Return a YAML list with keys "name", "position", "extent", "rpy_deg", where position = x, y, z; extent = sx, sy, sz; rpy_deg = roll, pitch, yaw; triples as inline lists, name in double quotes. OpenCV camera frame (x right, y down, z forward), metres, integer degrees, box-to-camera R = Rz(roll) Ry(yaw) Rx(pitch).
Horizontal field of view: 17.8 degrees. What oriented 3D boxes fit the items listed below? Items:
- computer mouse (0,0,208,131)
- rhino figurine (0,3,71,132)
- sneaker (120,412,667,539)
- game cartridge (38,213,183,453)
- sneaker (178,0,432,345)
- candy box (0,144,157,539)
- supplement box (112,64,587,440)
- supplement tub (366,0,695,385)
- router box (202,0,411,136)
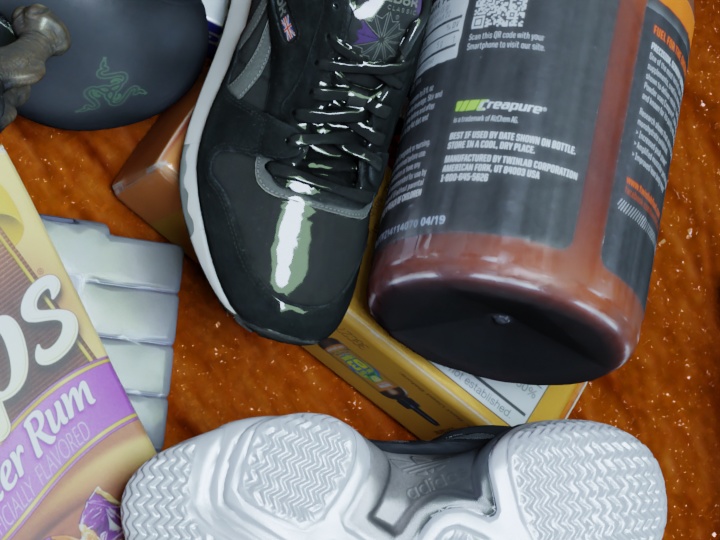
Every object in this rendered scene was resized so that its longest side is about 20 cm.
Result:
- name: "computer mouse"
  position: [-0.147, -0.111, 0.869]
  extent: [0.200, 0.053, 0.139]
  rpy_deg: [31, 119, -20]
- name: "rhino figurine"
  position: [-0.209, -0.067, 0.831]
  extent: [0.199, 0.060, 0.088]
  rpy_deg: [11, 44, 19]
- name: "sneaker"
  position: [0.008, 0.095, 0.870]
  extent: [0.199, 0.114, 0.076]
  rpy_deg: [-1, 81, -9]
- name: "game cartridge"
  position: [-0.171, 0.036, 0.890]
  extent: [0.199, 0.038, 0.130]
  rpy_deg: [9, 78, -20]
- name: "sneaker"
  position: [-0.015, -0.075, 0.860]
  extent: [0.075, 0.088, 0.201]
  rpy_deg: [12, 71, -24]
- name: "candy box"
  position: [-0.143, 0.069, 0.851]
  extent: [0.116, 0.056, 0.201]
  rpy_deg: [-28, 94, -21]
- name: "supplement box"
  position: [0.000, 0.000, 0.940]
  extent: [0.200, 0.066, 0.069]
  rpy_deg: [41, 69, -14]
- name: "supplement tub"
  position: [0.072, -0.064, 0.893]
  extent: [0.107, 0.107, 0.201]
  rpy_deg: [21, 67, -18]
- name: "router box"
  position: [-0.036, -0.177, 0.952]
  extent: [0.199, 0.049, 0.180]
  rpy_deg: [25, 77, -17]
